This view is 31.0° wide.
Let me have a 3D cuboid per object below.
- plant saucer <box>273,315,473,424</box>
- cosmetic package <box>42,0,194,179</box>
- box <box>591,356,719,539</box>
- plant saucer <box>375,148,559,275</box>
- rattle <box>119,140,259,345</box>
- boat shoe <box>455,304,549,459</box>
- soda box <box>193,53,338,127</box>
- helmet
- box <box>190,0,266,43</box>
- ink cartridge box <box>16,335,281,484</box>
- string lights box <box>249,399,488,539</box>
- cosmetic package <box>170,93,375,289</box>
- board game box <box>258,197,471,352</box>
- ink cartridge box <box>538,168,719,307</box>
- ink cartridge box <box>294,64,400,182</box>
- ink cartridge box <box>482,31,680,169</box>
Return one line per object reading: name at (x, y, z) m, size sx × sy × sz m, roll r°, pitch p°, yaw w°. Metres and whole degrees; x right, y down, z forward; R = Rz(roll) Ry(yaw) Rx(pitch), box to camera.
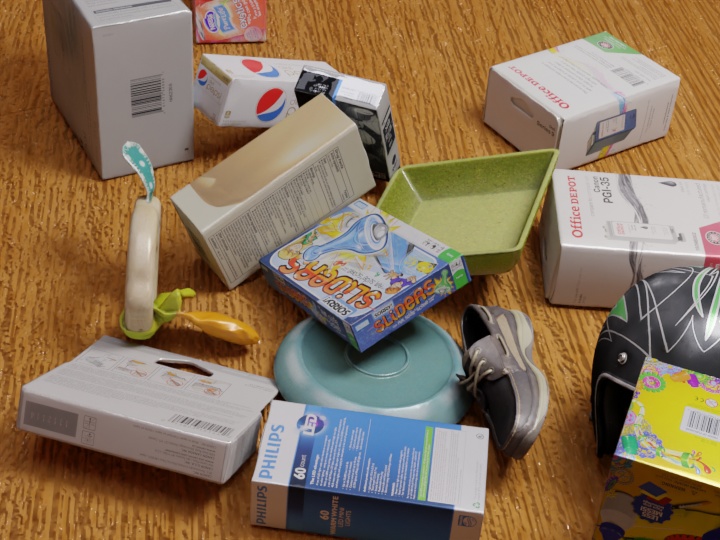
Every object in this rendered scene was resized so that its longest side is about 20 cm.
plant saucer at (0.015, 0.090, 1.261) m, size 0.198 × 0.028 × 0.201 m, roll 5°, pitch 35°, yaw -4°
cosmetic package at (-0.289, -0.252, 1.528) m, size 0.122 × 0.201 × 0.200 m, roll -15°, pitch 42°, yaw -23°
box at (0.292, 0.203, 1.026) m, size 0.198 × 0.194 × 0.122 m, roll 16°, pitch 40°, yaw 15°
plant saucer at (0.107, -0.052, 1.400) m, size 0.198 × 0.048 × 0.200 m, roll -4°, pitch 34°, yaw 26°
rattle at (-0.176, -0.032, 1.300) m, size 0.141 × 0.131 × 0.201 m, roll -4°, pitch 57°, yaw 8°
boat shoe at (0.125, 0.102, 1.222) m, size 0.073 × 0.075 × 0.201 m, roll 19°, pitch 27°, yaw -13°
soda box at (-0.104, -0.214, 1.557) m, size 0.199 × 0.064 × 0.068 m, roll -6°, pitch 36°, yaw -44°
helmet at (0.300, 0.090, 1.165) m, size 0.198 × 0.192 × 0.201 m, roll 3°, pitch 38°, yaw -2°
box at (-0.190, -0.408, 1.815) m, size 0.102 × 0.095 × 0.201 m, roll -3°, pitch 39°, yaw -8°
ink cartridge box at (-0.187, 0.125, 1.197) m, size 0.198 × 0.045 × 0.176 m, roll 13°, pitch 14°, yaw 11°
string lights box at (0.009, 0.179, 1.135) m, size 0.198 × 0.059 × 0.103 m, roll 7°, pitch 38°, yaw 4°
cosmetic package at (-0.089, -0.084, 1.365) m, size 0.199 × 0.106 × 0.071 m, roll -35°, pitch 53°, yaw -13°
board game box at (0.000, 0.000, 1.300) m, size 0.135 × 0.035 × 0.200 m, roll -32°, pitch 32°, yaw -18°
ink cartridge box at (0.300, -0.031, 1.403) m, size 0.198 × 0.083 × 0.147 m, roll 4°, pitch 39°, yaw 0°
ink cartridge box at (-0.010, -0.153, 1.464) m, size 0.099 × 0.200 × 0.039 m, roll 14°, pitch 69°, yaw 15°
ink cartridge box at (0.274, -0.213, 1.624) m, size 0.199 × 0.088 × 0.145 m, roll -19°, pitch 44°, yaw -29°
